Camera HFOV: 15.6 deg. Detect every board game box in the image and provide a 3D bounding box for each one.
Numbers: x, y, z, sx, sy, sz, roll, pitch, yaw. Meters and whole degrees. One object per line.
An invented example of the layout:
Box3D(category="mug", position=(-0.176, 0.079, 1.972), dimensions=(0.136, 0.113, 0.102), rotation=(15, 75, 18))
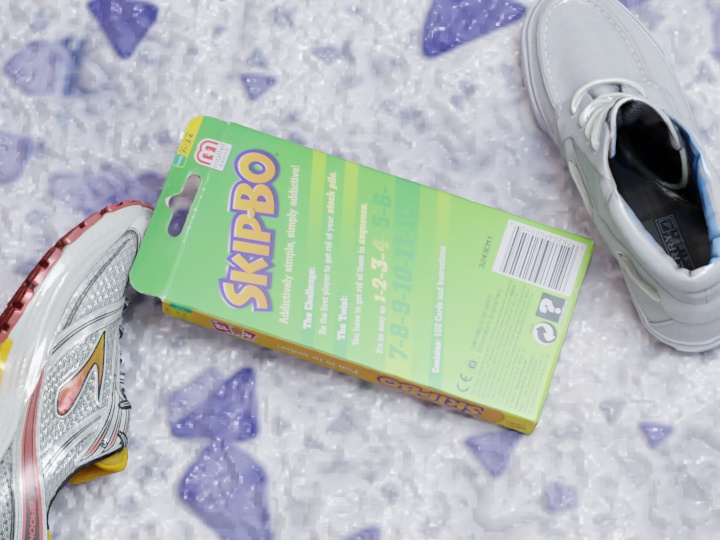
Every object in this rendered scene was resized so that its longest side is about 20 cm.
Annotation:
Box3D(category="board game box", position=(0.000, 0.000, 1.225), dimensions=(0.200, 0.030, 0.096), rotation=(19, 70, 1))

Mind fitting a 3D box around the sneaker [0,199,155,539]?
Box3D(category="sneaker", position=(-0.139, 0.057, 1.219), dimensions=(0.082, 0.078, 0.200), rotation=(30, 67, -10))

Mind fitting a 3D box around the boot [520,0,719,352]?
Box3D(category="boot", position=(0.128, -0.065, 1.215), dimensions=(0.073, 0.096, 0.200), rotation=(-23, 66, -3))
